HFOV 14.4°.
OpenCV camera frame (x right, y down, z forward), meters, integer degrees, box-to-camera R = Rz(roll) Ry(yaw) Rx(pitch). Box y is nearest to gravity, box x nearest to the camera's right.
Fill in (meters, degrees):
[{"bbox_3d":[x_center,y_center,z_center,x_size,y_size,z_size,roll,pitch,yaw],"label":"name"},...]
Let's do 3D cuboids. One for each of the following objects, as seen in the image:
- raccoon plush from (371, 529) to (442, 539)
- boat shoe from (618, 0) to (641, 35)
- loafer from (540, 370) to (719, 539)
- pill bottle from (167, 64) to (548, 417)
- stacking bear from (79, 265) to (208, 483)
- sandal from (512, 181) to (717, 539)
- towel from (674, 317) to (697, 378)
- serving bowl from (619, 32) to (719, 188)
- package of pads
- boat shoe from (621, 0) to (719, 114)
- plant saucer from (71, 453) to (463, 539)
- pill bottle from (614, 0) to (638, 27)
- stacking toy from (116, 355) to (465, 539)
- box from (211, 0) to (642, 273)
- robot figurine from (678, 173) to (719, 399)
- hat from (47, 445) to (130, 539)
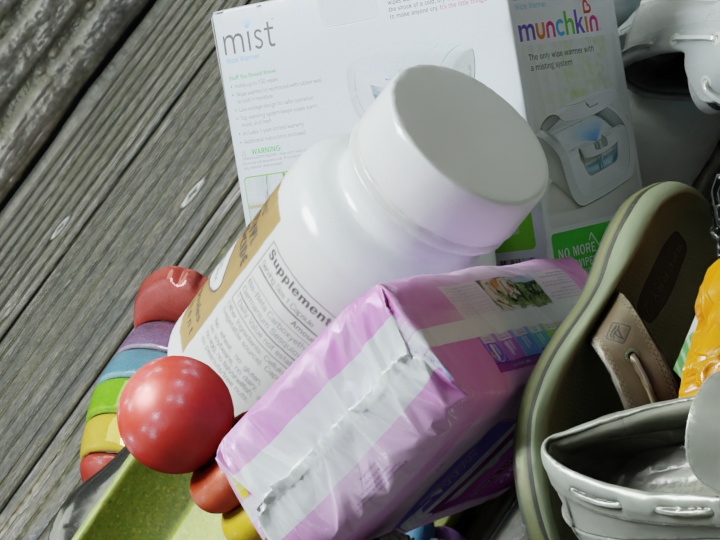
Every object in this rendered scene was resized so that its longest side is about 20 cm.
[{"bbox_3d":[0.046,0.199,1.185,0.200,0.134,0.097,21,54,41],"label":"raccoon plush"},{"bbox_3d":[0.176,-0.196,1.708,0.071,0.072,0.200,-28,29,48],"label":"boat shoe"},{"bbox_3d":[0.151,0.073,1.083,0.200,0.070,0.070,-19,34,43],"label":"loafer"},{"bbox_3d":[0.000,0.000,1.371,0.200,0.114,0.115,-51,11,35],"label":"pill bottle"},{"bbox_3d":[-0.131,0.119,1.826,0.114,0.121,0.201,-25,37,56],"label":"stacking bear"},{"bbox_3d":[0.118,0.046,1.208,0.057,0.080,0.202,3,59,36],"label":"sandal"},{"bbox_3d":[0.140,0.048,1.322,0.153,0.023,0.200,-50,13,3],"label":"towel"},{"bbox_3d":[0.116,-0.060,1.572,0.200,0.066,0.200,-48,15,17],"label":"serving bowl"},{"bbox_3d":[0.033,0.059,1.260,0.120,0.076,0.200,-44,-16,24],"label":"package of pads"},{"bbox_3d":[0.189,-0.108,1.419,0.069,0.072,0.200,-57,30,-8],"label":"boat shoe"},{"bbox_3d":[-0.043,0.141,1.458,0.199,0.048,0.200,19,66,38],"label":"plant saucer"},{"bbox_3d":[0.051,-0.126,1.577,0.200,0.112,0.112,-42,17,33],"label":"pill bottle"},{"bbox_3d":[-0.029,0.112,1.317,0.085,0.200,0.085,-47,15,17],"label":"stacking toy"},{"bbox_3d":[0.034,-0.065,1.465,0.199,0.177,0.096,-8,3,41],"label":"box"},{"bbox_3d":[0.200,-0.014,1.187,0.145,0.058,0.200,-23,30,41],"label":"robot figurine"},{"bbox_3d":[-0.069,0.158,1.548,0.200,0.081,0.201,-16,49,19],"label":"hat"}]
